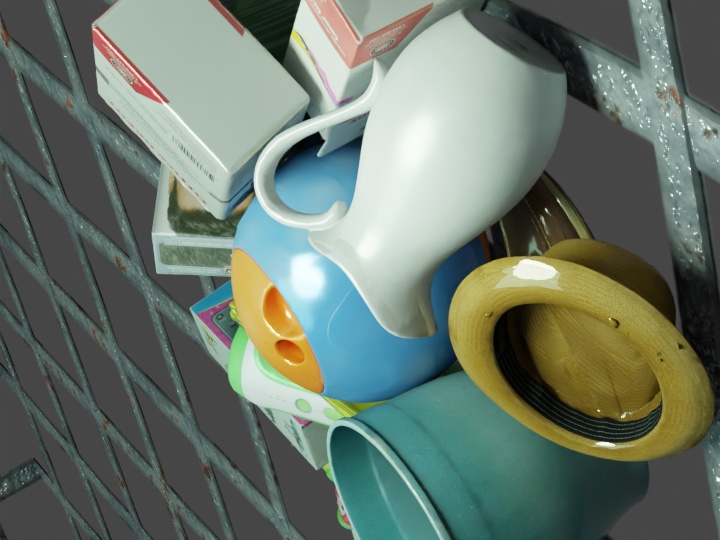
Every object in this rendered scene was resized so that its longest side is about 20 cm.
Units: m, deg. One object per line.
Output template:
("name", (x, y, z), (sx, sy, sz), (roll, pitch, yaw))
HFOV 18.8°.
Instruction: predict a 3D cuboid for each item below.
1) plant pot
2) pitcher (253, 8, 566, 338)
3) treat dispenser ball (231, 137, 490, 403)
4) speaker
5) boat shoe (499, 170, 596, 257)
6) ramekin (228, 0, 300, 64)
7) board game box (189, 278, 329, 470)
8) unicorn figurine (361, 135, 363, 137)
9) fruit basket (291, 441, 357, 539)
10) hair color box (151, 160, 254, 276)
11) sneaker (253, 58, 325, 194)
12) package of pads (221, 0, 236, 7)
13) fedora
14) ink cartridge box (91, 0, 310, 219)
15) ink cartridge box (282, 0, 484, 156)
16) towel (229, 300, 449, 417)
("plant pot", (0.106, 0.158, 1.623), (0.200, 0.187, 0.201), (52, 159, 29))
("pitcher", (0.031, -0.083, 1.448), (0.171, 0.201, 0.121), (36, -161, 12))
("treat dispenser ball", (0.000, 0.000, 1.659), (0.201, 0.200, 0.201), (51, 159, 29))
("speaker", (-0.006, 0.091, 1.791), (0.199, 0.089, 0.089), (15, 139, 23))
("boat shoe", (0.136, 0.016, 1.531), (0.201, 0.067, 0.072), (65, 161, -8))
("ramekin", (-0.105, -0.217, 1.776), (0.200, 0.097, 0.201), (55, 159, 33))
("board game box", (-0.039, 0.063, 1.930), (0.200, 0.147, 0.064), (42, 161, 45))
("unicorn figurine", (-0.007, -0.044, 1.810), (0.137, 0.074, 0.201), (24, 134, 47))
("fruit basket", (-0.009, 0.185, 2.072), (0.185, 0.093, 0.201), (141, 120, -71))
("hair color box", (-0.117, -0.093, 1.848), (0.061, 0.098, 0.201), (91, -178, -56))
("sneaker", (-0.024, -0.136, 1.709), (0.200, 0.078, 0.076), (-46, 65, 45))
("package of pads", (-0.118, -0.314, 1.624), (0.154, 0.068, 0.201), (-43, 71, 27))
("fedora", (0.156, 0.042, 1.448), (0.199, 0.082, 0.201), (20, 145, 15))
("ink cartridge box", (-0.120, -0.129, 1.594), (0.144, 0.084, 0.200), (47, 169, 2))
("ink cartridge box", (0.013, -0.165, 1.527), (0.068, 0.116, 0.200), (57, 161, 13))
("towel", (-0.015, 0.061, 1.751), (0.200, 0.086, 0.018), (39, 157, 34))
